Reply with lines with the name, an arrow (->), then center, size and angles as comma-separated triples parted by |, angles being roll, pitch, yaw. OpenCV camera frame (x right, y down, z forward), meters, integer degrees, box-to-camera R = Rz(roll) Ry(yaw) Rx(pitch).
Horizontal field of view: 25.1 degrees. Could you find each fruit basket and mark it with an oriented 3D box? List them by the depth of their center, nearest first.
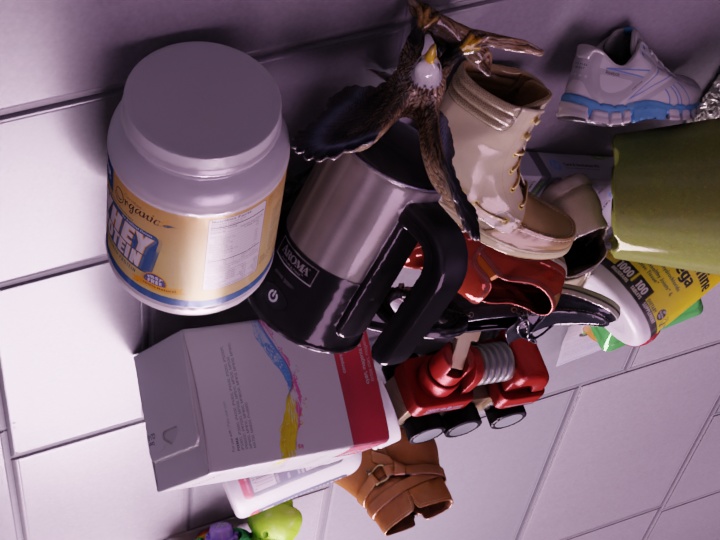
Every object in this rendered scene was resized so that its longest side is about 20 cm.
fruit basket -> 0.319, 0.043, 1.906 | 0.185, 0.094, 0.200 | -22, 165, -6

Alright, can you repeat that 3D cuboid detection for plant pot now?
plant pot -> 0.338, -0.073, 1.564 | 0.190, 0.200, 0.200 | 1, 150, 9

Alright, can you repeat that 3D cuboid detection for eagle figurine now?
eagle figurine -> 0.043, -0.128, 1.313 | 0.152, 0.200, 0.151 | 5, 153, 30

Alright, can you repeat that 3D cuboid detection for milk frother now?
milk frother -> 0.032, -0.026, 1.441 | 0.188, 0.180, 0.200 | -59, 166, 29

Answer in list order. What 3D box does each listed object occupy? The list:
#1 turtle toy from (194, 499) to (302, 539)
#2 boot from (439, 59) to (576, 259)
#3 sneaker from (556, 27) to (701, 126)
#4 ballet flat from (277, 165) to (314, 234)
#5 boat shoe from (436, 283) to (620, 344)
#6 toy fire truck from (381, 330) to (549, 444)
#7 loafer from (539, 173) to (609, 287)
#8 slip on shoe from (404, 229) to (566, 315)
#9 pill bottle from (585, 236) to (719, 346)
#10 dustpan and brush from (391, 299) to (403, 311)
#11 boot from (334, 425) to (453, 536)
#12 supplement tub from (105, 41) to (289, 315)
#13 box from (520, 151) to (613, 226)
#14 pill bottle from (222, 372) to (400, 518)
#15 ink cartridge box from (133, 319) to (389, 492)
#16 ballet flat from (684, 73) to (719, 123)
turtle toy -> -0.153, 0.356, 1.992 | 0.200, 0.101, 0.146 | -33, 149, 11
boot -> 0.143, -0.102, 1.500 | 0.200, 0.073, 0.156 | 24, 126, -15
sneaker -> 0.263, -0.185, 1.517 | 0.200, 0.075, 0.087 | -11, 111, -49
ballet flat -> -0.064, -0.067, 1.480 | 0.200, 0.057, 0.066 | -29, 141, -7
boat shoe -> 0.165, 0.046, 1.657 | 0.200, 0.062, 0.075 | 4, 163, 8
toy fire truck -> 0.135, 0.088, 1.804 | 0.176, 0.129, 0.200 | -6, 154, -31
loafer -> 0.210, -0.017, 1.648 | 0.076, 0.068, 0.200 | -20, 149, -9
slip on shoe -> 0.109, -0.002, 1.561 | 0.200, 0.061, 0.074 | 14, 150, -19
pill bottle -> 0.341, -0.018, 1.760 | 0.200, 0.112, 0.112 | -38, 151, -10
dustpan and brush -> 0.000, 0.000, 1.604 | 0.140, 0.057, 0.200 | -35, 149, 14
boot -> 0.000, 0.248, 1.886 | 0.200, 0.155, 0.077 | -21, 149, -8
supplement tub -> -0.134, -0.073, 1.312 | 0.144, 0.145, 0.200 | -14, 147, -19
box -> 0.177, -0.057, 1.670 | 0.200, 0.041, 0.156 | 1, 141, -36
pill bottle -> -0.064, 0.182, 1.777 | 0.200, 0.120, 0.120 | -21, 149, -9
ink cartridge box -> -0.102, 0.128, 1.603 | 0.200, 0.145, 0.145 | -7, 169, -30
ballet flat -> 0.376, -0.154, 1.646 | 0.072, 0.072, 0.200 | -11, 147, -24
